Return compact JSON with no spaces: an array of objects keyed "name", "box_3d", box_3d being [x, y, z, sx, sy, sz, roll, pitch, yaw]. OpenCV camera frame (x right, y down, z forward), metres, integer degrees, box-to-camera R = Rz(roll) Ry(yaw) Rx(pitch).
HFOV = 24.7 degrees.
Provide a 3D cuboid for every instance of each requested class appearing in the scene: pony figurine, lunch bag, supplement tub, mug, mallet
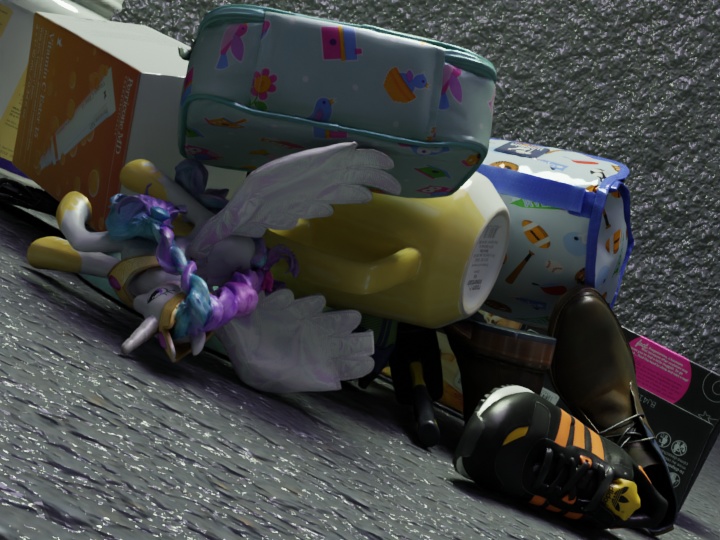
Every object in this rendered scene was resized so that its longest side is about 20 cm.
[{"name":"pony figurine","box_3d":[-0.089,-0.005,1.008,0.193,0.167,0.200,-13,28,-29]},{"name":"lunch bag","box_3d":[-0.021,-0.104,1.052,0.200,0.077,0.160,10,-10,-5]},{"name":"lunch bag","box_3d":[0.126,-0.039,1.315,0.170,0.124,0.200,14,-16,18]},{"name":"supplement tub","box_3d":[-0.295,-0.175,1.394,0.145,0.200,0.145,27,3,-1]},{"name":"mug","box_3d":[0.013,-0.018,1.176,0.153,0.187,0.150,21,-37,20]},{"name":"mallet","box_3d":[0.046,0.099,1.226,0.041,0.066,0.200,-8,20,1]}]

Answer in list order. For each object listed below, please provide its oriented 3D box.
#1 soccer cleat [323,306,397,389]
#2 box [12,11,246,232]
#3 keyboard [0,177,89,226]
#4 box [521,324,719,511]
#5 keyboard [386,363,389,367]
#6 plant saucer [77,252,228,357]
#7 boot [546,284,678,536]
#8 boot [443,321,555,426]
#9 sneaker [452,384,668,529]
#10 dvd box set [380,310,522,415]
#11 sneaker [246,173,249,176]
[{"name":"soccer cleat","box_3d":[-0.032,0.026,1.307,0.065,0.084,0.200,24,3,-36]},{"name":"box","box_3d":[-0.170,-0.106,1.211,0.097,0.125,0.200,2,17,-34]},{"name":"keyboard","box_3d":[-0.208,-0.043,1.273,0.200,0.021,0.127,15,0,14]},{"name":"box","box_3d":[0.226,0.119,1.503,0.200,0.132,0.115,27,-1,12]},{"name":"keyboard","box_3d":[0.000,0.000,1.330,0.011,0.056,0.200,-113,-178,-57]},{"name":"plant saucer","box_3d":[-0.109,0.022,1.174,0.200,0.036,0.200,27,2,-1]},{"name":"boot","box_3d":[0.201,0.109,1.262,0.097,0.075,0.200,46,-23,56]},{"name":"boot","box_3d":[0.093,0.090,1.244,0.075,0.097,0.200,11,-2,-4]},{"name":"sneaker","box_3d":[0.142,0.132,1.098,0.090,0.070,0.200,25,-1,35]},{"name":"dvd box set","box_3d":[0.042,0.022,1.436,0.200,0.146,0.029,27,-9,-1]},{"name":"sneaker","box_3d":[-0.062,-0.109,1.284,0.200,0.074,0.079,25,46,-75]}]
